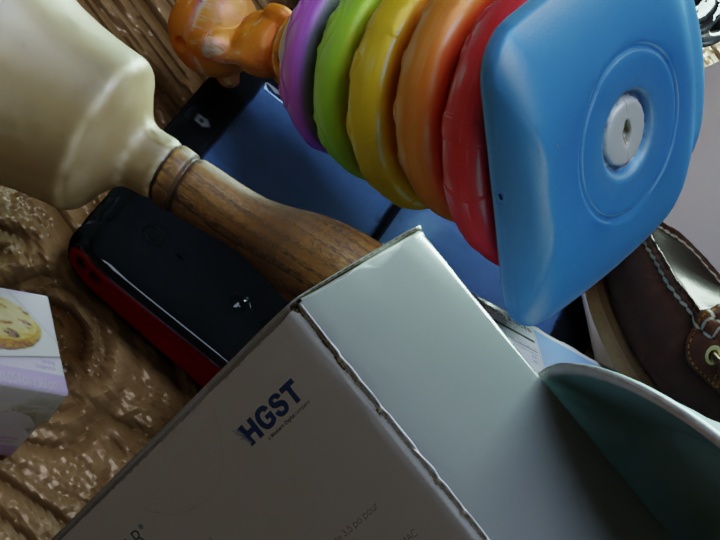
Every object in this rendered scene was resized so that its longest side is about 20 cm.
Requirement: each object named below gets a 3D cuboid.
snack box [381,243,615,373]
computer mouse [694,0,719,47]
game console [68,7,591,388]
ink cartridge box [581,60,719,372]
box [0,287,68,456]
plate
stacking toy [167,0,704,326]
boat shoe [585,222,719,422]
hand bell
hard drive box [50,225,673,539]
[{"bbox_3d":[0.082,0.061,0.987,0.199,0.024,0.072,29,29,-26],"label":"snack box"},{"bbox_3d":[0.054,-0.148,1.147,0.200,0.053,0.138,50,25,3],"label":"computer mouse"},{"bbox_3d":[0.000,0.000,1.067,0.177,0.031,0.200,42,36,-6],"label":"game console"},{"bbox_3d":[0.180,-0.030,1.091,0.067,0.199,0.118,36,36,-50],"label":"ink cartridge box"},{"bbox_3d":[-0.181,0.018,0.866,0.199,0.039,0.042,12,47,-37],"label":"box"},{"bbox_3d":[0.123,0.103,0.865,0.026,0.200,0.200,-36,82,-18],"label":"plate"},{"bbox_3d":[0.012,-0.068,1.023,0.199,0.117,0.110,16,38,35],"label":"stacking toy"},{"bbox_3d":[0.141,0.047,0.983,0.070,0.070,0.200,18,31,-39],"label":"boat shoe"},{"bbox_3d":[-0.052,-0.027,0.928,0.199,0.104,0.104,30,35,11],"label":"hand bell"},{"bbox_3d":[0.017,0.116,0.870,0.200,0.156,0.077,51,37,6],"label":"hard drive box"}]
